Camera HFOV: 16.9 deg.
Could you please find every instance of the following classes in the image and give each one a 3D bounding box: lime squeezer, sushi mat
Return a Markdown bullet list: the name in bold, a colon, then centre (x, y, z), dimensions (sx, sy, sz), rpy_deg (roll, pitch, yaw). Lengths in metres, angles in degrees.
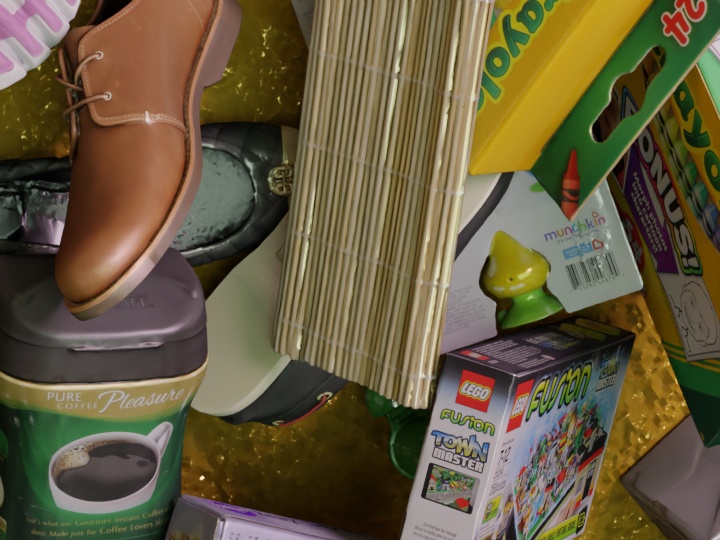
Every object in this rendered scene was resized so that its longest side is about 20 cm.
- **lime squeezer**: centre (0.037, 0.083, 1.192), dimensions (0.038, 0.071, 0.200), rpy_deg (-43, 141, -19)
- **sushi mat**: centre (0.008, -0.047, 1.059), dimensions (0.012, 0.096, 0.201), rpy_deg (-7, 110, -48)

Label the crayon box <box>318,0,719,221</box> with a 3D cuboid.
- **crayon box**: centre (0.055, -0.133, 1.053), dimensions (0.051, 0.200, 0.127), rpy_deg (-6, 139, -51)

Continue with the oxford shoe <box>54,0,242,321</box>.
- **oxford shoe**: centre (-0.109, -0.065, 1.059), dimensions (0.071, 0.200, 0.071), rpy_deg (-25, 130, 33)

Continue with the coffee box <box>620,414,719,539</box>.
- **coffee box**: centre (0.238, 0.165, 1.237), dimensions (0.080, 0.114, 0.200), rpy_deg (-42, 109, -3)

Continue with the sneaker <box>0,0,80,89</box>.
- **sneaker**: centre (-0.208, -0.091, 1.072), dimensions (0.200, 0.088, 0.081), rpy_deg (-49, 115, -12)

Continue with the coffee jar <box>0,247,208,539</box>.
- **coffee jar**: centre (-0.127, 0.086, 1.111), dimensions (0.104, 0.085, 0.200), rpy_deg (-2, 118, -21)

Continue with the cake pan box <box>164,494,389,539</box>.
- **cake pan box**: centre (-0.027, 0.219, 1.123), dimensions (0.184, 0.052, 0.201), rpy_deg (15, 90, -32)

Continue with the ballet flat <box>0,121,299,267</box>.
- **ballet flat**: centre (-0.105, -0.028, 1.125), dimensions (0.199, 0.057, 0.067), rpy_deg (-11, 98, -13)

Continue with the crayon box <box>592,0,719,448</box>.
- **crayon box**: centre (0.162, -0.042, 1.093), dimensions (0.058, 0.173, 0.200), rpy_deg (-16, 71, -12)

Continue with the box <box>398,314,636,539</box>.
- **box**: centre (0.075, 0.085, 1.139), dimensions (0.035, 0.200, 0.110), rpy_deg (17, 101, 20)

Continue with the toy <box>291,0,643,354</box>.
- **toy**: centre (0.052, -0.070, 1.156), dimensions (0.115, 0.047, 0.200), rpy_deg (-18, 93, 16)

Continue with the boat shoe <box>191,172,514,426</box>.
- **boat shoe**: centre (-0.001, -0.002, 1.134), dimensions (0.201, 0.074, 0.063), rpy_deg (-44, 149, 18)
